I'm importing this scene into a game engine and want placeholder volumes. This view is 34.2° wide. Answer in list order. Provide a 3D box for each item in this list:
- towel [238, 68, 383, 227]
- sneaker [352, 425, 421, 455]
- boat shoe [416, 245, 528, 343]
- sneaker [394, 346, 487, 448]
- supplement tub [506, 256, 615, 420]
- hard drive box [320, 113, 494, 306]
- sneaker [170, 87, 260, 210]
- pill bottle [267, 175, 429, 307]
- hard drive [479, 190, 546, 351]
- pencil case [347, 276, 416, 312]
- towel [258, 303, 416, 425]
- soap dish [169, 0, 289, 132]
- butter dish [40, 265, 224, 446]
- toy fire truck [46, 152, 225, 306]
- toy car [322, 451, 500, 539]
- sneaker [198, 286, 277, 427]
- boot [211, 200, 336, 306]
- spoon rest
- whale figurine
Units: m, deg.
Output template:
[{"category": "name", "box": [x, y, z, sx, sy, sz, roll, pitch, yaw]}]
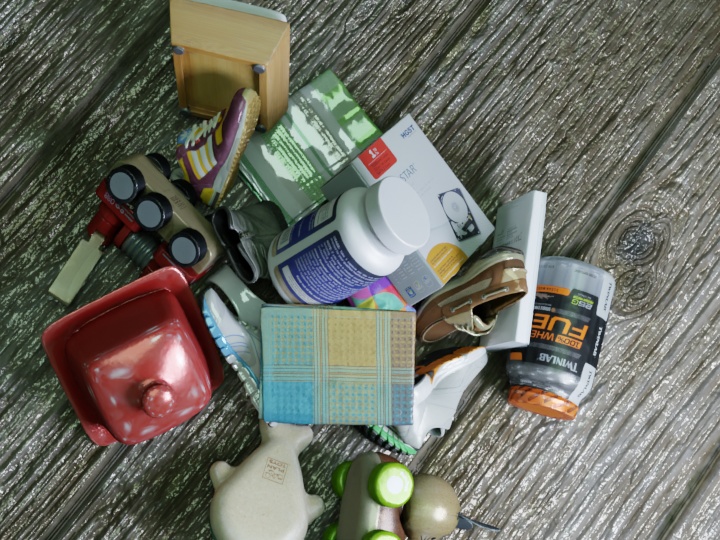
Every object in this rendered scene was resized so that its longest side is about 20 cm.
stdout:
[{"category": "towel", "box": [-0.073, -0.170, 1.627, 0.199, 0.031, 0.150, -39, 89, -13]}, {"category": "sneaker", "box": [0.017, 0.167, 1.550, 0.085, 0.078, 0.201, -45, 104, -16]}, {"category": "boat shoe", "box": [0.146, 0.047, 1.544, 0.075, 0.200, 0.075, 6, 55, -38]}, {"category": "sneaker", "box": [0.105, 0.167, 1.562, 0.199, 0.075, 0.094, -27, 104, -41]}, {"category": "supplement tub", "box": [0.269, 0.093, 1.592, 0.120, 0.123, 0.204, 16, 78, -6]}, {"category": "hard drive box", "box": [0.065, -0.082, 1.568, 0.201, 0.077, 0.156, 51, 47, -6]}, {"category": "sneaker", "box": [-0.196, -0.167, 1.528, 0.089, 0.201, 0.075, 27, 42, -1]}, {"category": "pill bottle", "box": [-0.015, -0.033, 1.464, 0.115, 0.199, 0.118, 27, 49, -36]}, {"category": "hard drive", "box": [0.207, 0.004, 1.591, 0.026, 0.132, 0.204, 11, 79, -14]}, {"category": "pencil case", "box": [0.000, 0.000, 1.584, 0.087, 0.088, 0.202, -27, 84, -12]}, {"category": "towel", "box": [-0.030, 0.119, 1.468, 0.196, 0.022, 0.150, 2, 87, -2]}, {"category": "soap dish", "box": [-0.172, -0.266, 1.528, 0.154, 0.201, 0.083, 13, 66, 1]}, {"category": "butter dish", "box": [-0.267, 0.133, 1.456, 0.198, 0.148, 0.202, -27, 122, -13]}, {"category": "toy fire truck", "box": [-0.300, -0.025, 1.535, 0.176, 0.129, 0.200, 45, 117, 1]}, {"category": "toy car", "box": [0.073, 0.326, 1.513, 0.197, 0.164, 0.161, 13, 78, -20]}, {"category": "sneaker", "box": [-0.134, 0.097, 1.508, 0.086, 0.075, 0.202, -33, 105, 0]}, {"category": "boot", "box": [-0.119, 0.002, 1.534, 0.067, 0.130, 0.202, -35, 86, 26]}, {"category": "spoon rest", "box": [-0.133, 0.078, 1.561, 0.099, 0.061, 0.201, -39, 88, -13]}, {"category": "whale figurine", "box": [-0.124, 0.290, 1.521, 0.156, 0.104, 0.202, 18, 54, -5]}]
